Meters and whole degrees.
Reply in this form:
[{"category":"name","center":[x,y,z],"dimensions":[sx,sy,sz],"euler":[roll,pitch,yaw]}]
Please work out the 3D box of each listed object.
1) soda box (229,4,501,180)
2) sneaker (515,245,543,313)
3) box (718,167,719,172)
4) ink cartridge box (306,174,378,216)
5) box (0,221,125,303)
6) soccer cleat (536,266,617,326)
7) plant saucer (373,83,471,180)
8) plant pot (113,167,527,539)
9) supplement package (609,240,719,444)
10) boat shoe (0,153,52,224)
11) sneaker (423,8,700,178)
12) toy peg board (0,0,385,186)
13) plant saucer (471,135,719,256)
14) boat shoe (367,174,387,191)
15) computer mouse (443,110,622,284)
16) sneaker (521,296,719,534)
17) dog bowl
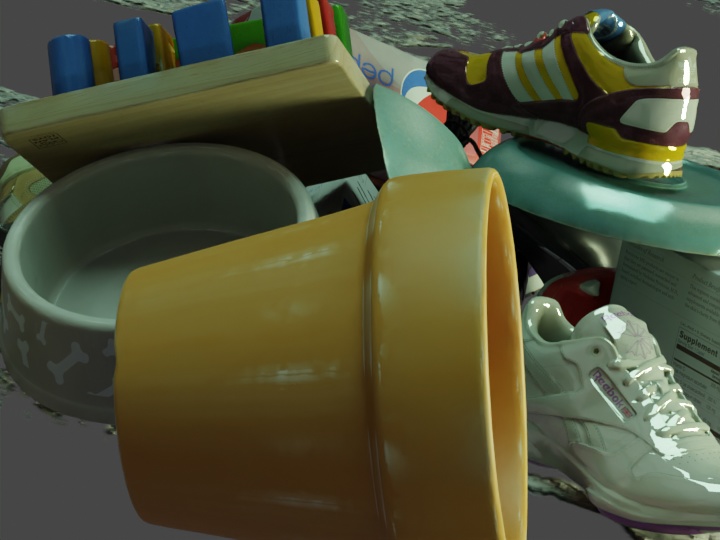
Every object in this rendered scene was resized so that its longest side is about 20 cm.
[{"category":"soda box","center":[0.000,-0.112,1.796],"dimensions":[0.199,0.064,0.070],"euler":[21,-28,-33]},{"category":"sneaker","center":[0.086,-0.022,1.790],"dimensions":[0.075,0.088,0.200],"euler":[14,16,10]},{"category":"box","center":[0.379,-0.028,1.942],"dimensions":[0.199,0.124,0.198],"euler":[21,20,27]},{"category":"ink cartridge box","center":[0.000,0.000,1.648],"dimensions":[0.094,0.044,0.200],"euler":[54,11,-11]},{"category":"box","center":[-0.123,0.021,1.573],"dimensions":[0.199,0.050,0.075],"euler":[21,19,34]},{"category":"soccer cleat","center":[0.181,0.031,1.724],"dimensions":[0.199,0.069,0.085],"euler":[4,8,-35]},{"category":"plant saucer","center":[0.055,-0.017,1.559],"dimensions":[0.038,0.202,0.201],"euler":[-16,14,7]},{"category":"plant pot","center":[-0.018,0.056,1.301],"dimensions":[0.182,0.202,0.200],"euler":[-3,14,8]},{"category":"supplement package","center":[0.265,0.055,1.602],"dimensions":[0.155,0.112,0.200],"euler":[0,19,-33]},{"category":"boat shoe","center":[-0.136,-0.053,1.724],"dimensions":[0.199,0.072,0.076],"euler":[-18,41,6]},{"category":"sneaker","center":[0.126,-0.122,1.644],"dimensions":[0.199,0.091,0.075],"euler":[23,17,37]},{"category":"toy peg board","center":[-0.093,-0.115,1.584],"dimensions":[0.199,0.098,0.199],"euler":[-12,-17,10]},{"category":"plant saucer","center":[0.166,-0.050,1.639],"dimensions":[0.199,0.028,0.200],"euler":[11,14,-3]},{"category":"boat shoe","center":[-0.061,-0.044,1.820],"dimensions":[0.199,0.071,0.063],"euler":[2,56,-26]},{"category":"computer mouse","center":[0.114,-0.026,1.726],"dimensions":[0.046,0.200,0.141],"euler":[-24,24,35]},{"category":"sneaker","center":[0.145,0.078,1.461],"dimensions":[0.075,0.100,0.200],"euler":[-2,21,-44]},{"category":"dog bowl","center":[-0.108,0.000,1.487],"dimensions":[0.199,0.059,0.201],"euler":[-6,36,4]}]
